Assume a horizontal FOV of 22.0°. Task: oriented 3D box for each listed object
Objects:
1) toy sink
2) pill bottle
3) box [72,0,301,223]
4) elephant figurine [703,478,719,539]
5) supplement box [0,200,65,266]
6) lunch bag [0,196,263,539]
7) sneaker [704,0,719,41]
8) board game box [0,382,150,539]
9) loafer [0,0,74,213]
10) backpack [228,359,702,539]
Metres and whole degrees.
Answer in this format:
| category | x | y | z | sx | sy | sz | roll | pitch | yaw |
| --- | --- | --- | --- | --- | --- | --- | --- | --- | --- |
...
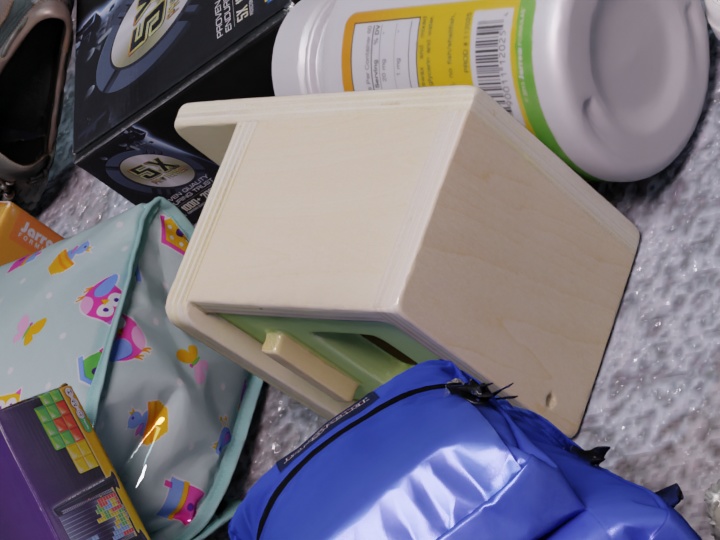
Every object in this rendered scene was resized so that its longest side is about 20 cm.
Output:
| category | x | y | z | sx | sy | sz | roll | pitch | yaw |
| --- | --- | --- | --- | --- | --- | --- | --- | --- | --- |
| toy sink | 0.000 | 0.000 | 0.838 | 0.199 | 0.130 | 0.113 | 3 | 65 | 45 |
| pill bottle | 0.053 | -0.097 | 0.867 | 0.199 | 0.111 | 0.112 | 3 | 65 | 47 |
| box | -0.078 | -0.152 | 1.059 | 0.163 | 0.086 | 0.201 | -30 | 45 | 28 |
| elephant figurine | 0.235 | 0.032 | 0.590 | 0.201 | 0.155 | 0.142 | -57 | -6 | 37 |
| supplement box | -0.236 | 0.061 | 1.080 | 0.068 | 0.066 | 0.201 | -5 | 60 | 43 |
| lunch bag | -0.145 | 0.088 | 0.928 | 0.169 | 0.122 | 0.201 | -21 | 44 | 33 |
| sneaker | 0.208 | -0.169 | 0.763 | 0.199 | 0.115 | 0.074 | -26 | 48 | 32 |
| board game box | -0.152 | 0.178 | 0.824 | 0.165 | 0.057 | 0.201 | -33 | 83 | 32 |
| loafer | -0.212 | -0.090 | 1.111 | 0.063 | 0.071 | 0.201 | 59 | 139 | 47 |
| backpack | 0.040 | 0.118 | 0.657 | 0.162 | 0.169 | 0.200 | -32 | 11 | -4 |
